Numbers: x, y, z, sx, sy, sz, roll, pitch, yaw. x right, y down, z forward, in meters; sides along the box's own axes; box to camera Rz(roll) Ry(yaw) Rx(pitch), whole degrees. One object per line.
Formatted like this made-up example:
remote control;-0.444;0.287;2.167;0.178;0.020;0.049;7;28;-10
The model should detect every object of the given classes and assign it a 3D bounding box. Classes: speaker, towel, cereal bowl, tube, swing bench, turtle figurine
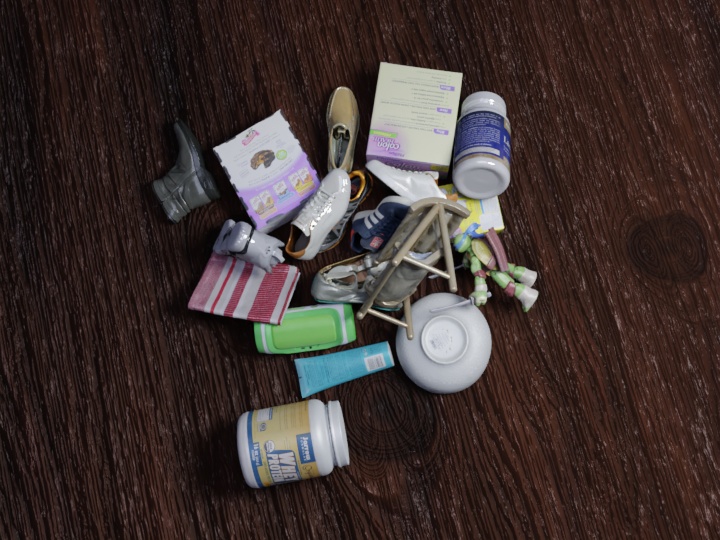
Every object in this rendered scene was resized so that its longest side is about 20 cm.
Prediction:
speaker;-0.111;0.116;1.654;0.196;0.089;0.090;-7;79;1
towel;-0.234;0.035;1.662;0.196;0.023;0.146;9;52;11
cereal bowl;0.167;0.142;1.636;0.196;0.083;0.204;0;80;2
tube;-0.032;0.193;1.657;0.197;0.050;0.079;-15;75;5
swing bench;0.099;-0.014;1.556;0.128;0.200;0.202;23;51;-9
turtle figurine;0.244;0.021;1.638;0.192;0.144;0.202;26;91;-8

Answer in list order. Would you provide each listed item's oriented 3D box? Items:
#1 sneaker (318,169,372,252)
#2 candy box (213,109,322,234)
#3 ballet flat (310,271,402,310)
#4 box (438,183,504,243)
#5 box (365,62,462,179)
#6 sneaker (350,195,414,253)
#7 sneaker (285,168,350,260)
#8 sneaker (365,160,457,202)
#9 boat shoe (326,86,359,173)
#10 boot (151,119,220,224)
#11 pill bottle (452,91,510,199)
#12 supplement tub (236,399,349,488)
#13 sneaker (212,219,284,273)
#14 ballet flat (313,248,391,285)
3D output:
sneaker;-0.048;-0.130;1.698;0.078;0.077;0.202;31;85;6
candy box;-0.187;-0.203;1.721;0.166;0.072;0.202;-29;80;-2
ballet flat;-0.001;0.038;1.639;0.197;0.067;0.065;7;106;-20
box;0.187;-0.117;1.699;0.196;0.048;0.119;-10;78;-1
box;0.112;-0.310;1.712;0.173;0.097;0.204;8;80;4
sneaker;0.045;-0.083;1.630;0.074;0.199;0.086;26;66;-22
sneaker;-0.085;-0.110;1.634;0.072;0.084;0.202;31;102;22
sneaker;0.106;-0.176;1.652;0.199;0.073;0.085;34;87;5
boat shoe;-0.038;-0.297;1.727;0.070;0.076;0.204;-2;79;3
boot;-0.389;-0.210;1.738;0.129;0.068;0.202;-25;78;4
pill bottle;0.246;-0.255;1.661;0.114;0.116;0.203;5;57;4
supplement tub;-0.128;0.330;1.585;0.196;0.145;0.147;-11;79;1
sneaker;-0.224;-0.045;1.656;0.114;0.199;0.076;29;81;-21
ballet flat;0.000;0.000;1.679;0.197;0.063;0.070;-19;77;-1
